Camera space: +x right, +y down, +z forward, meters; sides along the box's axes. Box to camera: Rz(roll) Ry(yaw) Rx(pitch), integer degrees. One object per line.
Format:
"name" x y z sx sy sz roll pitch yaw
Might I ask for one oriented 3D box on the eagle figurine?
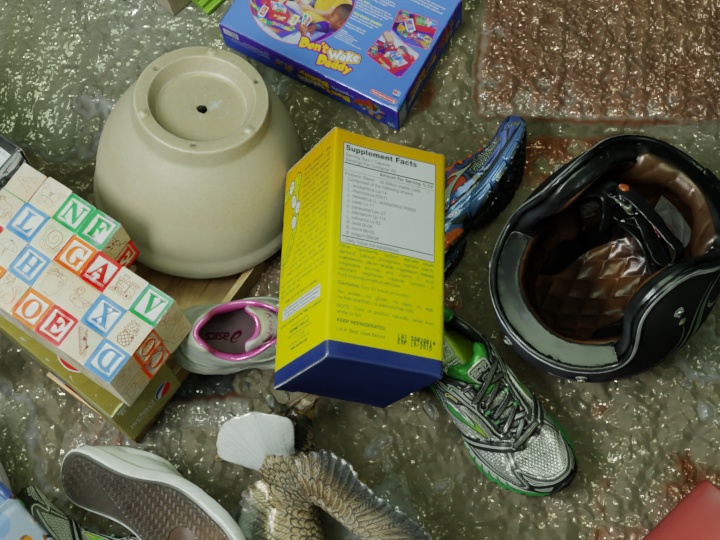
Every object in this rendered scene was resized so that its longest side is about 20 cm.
"eagle figurine" -0.033 0.200 1.175 0.150 0.152 0.201 -15 64 -23

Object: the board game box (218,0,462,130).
"board game box" -0.018 -0.242 1.364 0.199 0.045 0.135 28 75 12

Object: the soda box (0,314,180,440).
"soda box" -0.256 0.059 1.229 0.199 0.064 0.068 35 76 23

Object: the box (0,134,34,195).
"box" -0.376 -0.114 1.286 0.199 0.158 0.050 35 77 15

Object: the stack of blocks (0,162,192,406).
"stack of blocks" -0.240 0.010 1.180 0.199 0.059 0.115 32 74 22

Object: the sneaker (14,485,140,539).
"sneaker" -0.219 0.253 1.202 0.200 0.078 0.085 39 71 6

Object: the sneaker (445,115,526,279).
"sneaker" 0.084 -0.070 1.286 0.078 0.075 0.200 36 75 18

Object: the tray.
"tray" -0.185 0.047 1.283 0.098 0.037 0.201 33 76 14

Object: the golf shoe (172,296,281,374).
"golf shoe" -0.066 0.056 1.228 0.198 0.092 0.076 -6 83 -13

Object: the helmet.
"helmet" 0.210 0.000 1.191 0.198 0.191 0.201 17 46 -18

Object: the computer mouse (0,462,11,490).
"computer mouse" -0.339 0.163 1.234 0.044 0.110 0.202 -9 81 -28

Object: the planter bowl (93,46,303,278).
"planter bowl" -0.144 -0.114 1.256 0.198 0.135 0.202 3 57 -5

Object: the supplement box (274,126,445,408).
"supplement box" 0.000 0.000 1.177 0.108 0.109 0.202 12 67 -24

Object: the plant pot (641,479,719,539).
"plant pot" 0.261 0.297 1.097 0.177 0.200 0.201 -35 72 2

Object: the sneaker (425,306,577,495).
"sneaker" 0.107 0.113 1.206 0.078 0.085 0.200 -42 74 -10

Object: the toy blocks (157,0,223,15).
"toy blocks" -0.226 -0.345 1.365 0.100 0.137 0.200 -43 73 -10

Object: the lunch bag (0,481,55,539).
"lunch bag" -0.303 0.259 1.139 0.201 0.160 0.076 52 43 -7

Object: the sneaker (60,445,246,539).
"sneaker" -0.158 0.196 1.187 0.199 0.084 0.073 26 105 31
